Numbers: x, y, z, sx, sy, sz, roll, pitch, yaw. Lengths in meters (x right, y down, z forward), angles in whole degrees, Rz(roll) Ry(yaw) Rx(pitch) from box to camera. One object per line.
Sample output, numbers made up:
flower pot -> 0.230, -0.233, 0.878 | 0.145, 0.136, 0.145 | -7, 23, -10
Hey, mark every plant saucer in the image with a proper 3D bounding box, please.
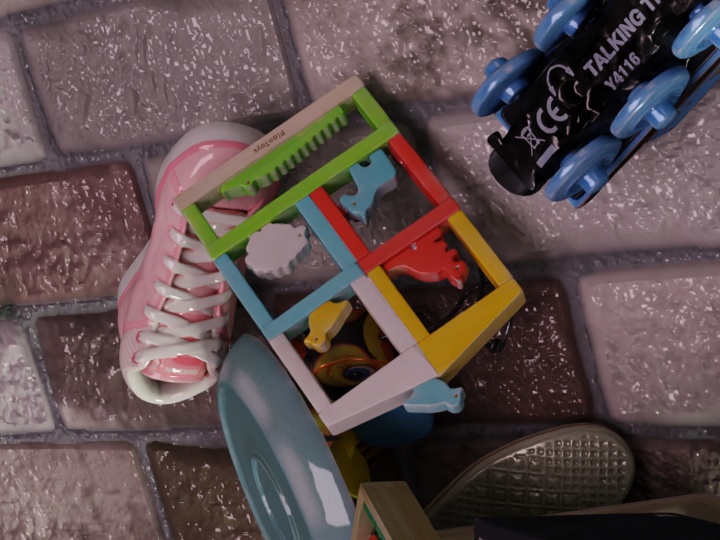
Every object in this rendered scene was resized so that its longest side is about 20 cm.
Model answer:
plant saucer -> -0.041, 0.134, 1.156 | 0.200, 0.027, 0.200 | 58, 162, 32

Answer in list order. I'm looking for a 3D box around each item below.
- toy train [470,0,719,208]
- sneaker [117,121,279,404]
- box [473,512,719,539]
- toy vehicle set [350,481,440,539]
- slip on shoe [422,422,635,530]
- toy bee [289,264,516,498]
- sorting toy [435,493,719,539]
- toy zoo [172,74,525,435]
toy train -> 0.139, -0.111, 0.947 | 0.087, 0.114, 0.200 | 51, 132, 14
sneaker -> -0.099, 0.006, 1.191 | 0.200, 0.075, 0.105 | 121, 152, -45
box -> 0.141, 0.221, 0.907 | 0.200, 0.124, 0.197 | 178, 94, -71
toy vehicle set -> 0.033, 0.211, 0.988 | 0.200, 0.026, 0.124 | -125, 39, -59
slip on shoe -> 0.078, 0.145, 1.149 | 0.200, 0.061, 0.074 | -38, 95, 30
toy bee -> -0.008, 0.053, 1.142 | 0.200, 0.109, 0.131 | -66, 28, 29
sorting toy -> 0.125, 0.216, 1.074 | 0.200, 0.036, 0.185 | -8, 114, 20
toy zoo -> 0.000, 0.000, 1.086 | 0.200, 0.131, 0.020 | 53, 176, 23
